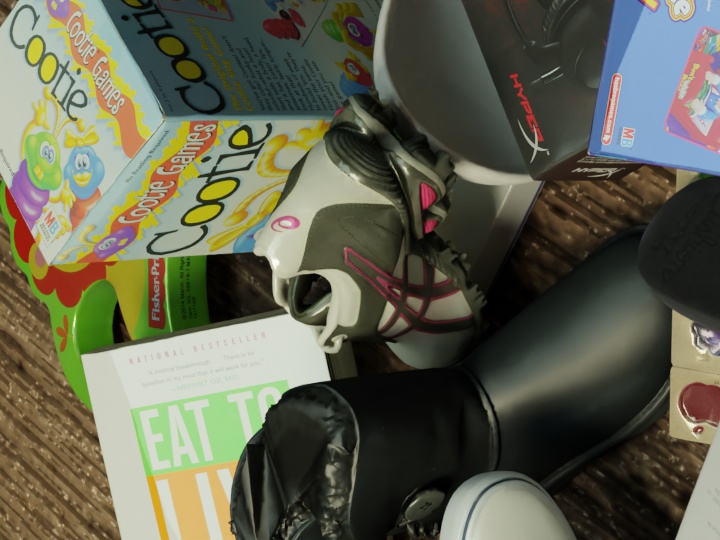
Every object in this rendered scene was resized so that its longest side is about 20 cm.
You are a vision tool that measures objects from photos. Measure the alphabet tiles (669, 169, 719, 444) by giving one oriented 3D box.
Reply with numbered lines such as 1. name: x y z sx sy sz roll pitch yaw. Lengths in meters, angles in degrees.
1. alphabet tiles: 0.219 0.008 0.934 0.200 0.008 0.168 10 114 26

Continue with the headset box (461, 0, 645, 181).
1. headset box: 0.140 -0.146 0.992 0.200 0.075 0.149 -29 75 35

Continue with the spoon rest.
1. spoon rest: 0.033 -0.119 1.065 0.061 0.099 0.200 -55 46 39

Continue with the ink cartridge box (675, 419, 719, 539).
1. ink cartridge box: 0.194 0.138 0.908 0.198 0.047 0.200 49 134 47

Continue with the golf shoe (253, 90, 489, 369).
1. golf shoe: 0.000 0.000 1.051 0.088 0.200 0.077 -44 62 -12

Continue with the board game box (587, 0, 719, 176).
1. board game box: 0.171 -0.130 0.893 0.134 0.045 0.201 13 96 31

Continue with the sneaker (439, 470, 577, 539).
1. sneaker: 0.088 0.181 0.993 0.071 0.073 0.201 -16 89 63

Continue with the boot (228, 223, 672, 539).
1. boot: 0.047 0.060 1.040 0.200 0.168 0.077 -49 61 33

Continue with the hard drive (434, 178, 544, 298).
1. hard drive: 0.014 -0.090 1.157 0.200 0.025 0.132 42 120 33

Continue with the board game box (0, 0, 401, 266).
1. board game box: -0.062 -0.077 1.074 0.103 0.200 0.105 -47 62 35

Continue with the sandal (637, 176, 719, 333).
1. sandal: 0.179 0.009 0.875 0.200 0.043 0.076 17 70 44

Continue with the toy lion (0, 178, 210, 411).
1. toy lion: -0.137 -0.019 1.287 0.191 0.069 0.201 5 97 50

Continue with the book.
1. book: -0.055 0.125 1.180 0.133 0.048 0.201 -12 93 17
